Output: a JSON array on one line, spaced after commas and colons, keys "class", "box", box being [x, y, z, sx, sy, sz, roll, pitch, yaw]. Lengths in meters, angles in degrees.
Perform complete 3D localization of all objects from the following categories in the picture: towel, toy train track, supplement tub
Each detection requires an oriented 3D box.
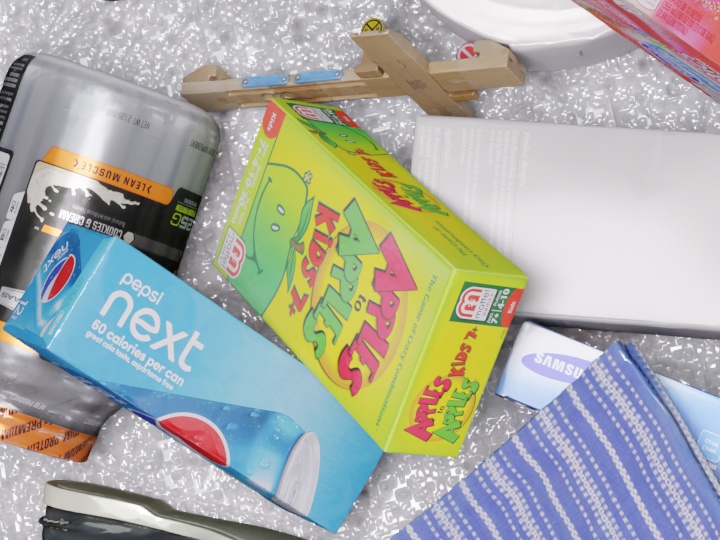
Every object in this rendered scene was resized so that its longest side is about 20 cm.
[{"class": "towel", "box": [0.099, 0.146, 1.244, 0.200, 0.024, 0.145, -45, 62, 34]}, {"class": "toy train track", "box": [-0.005, -0.111, 1.353, 0.199, 0.115, 0.033, -3, 66, 28]}, {"class": "supplement tub", "box": [-0.160, -0.006, 1.351, 0.122, 0.123, 0.201, 18, 89, 12]}]

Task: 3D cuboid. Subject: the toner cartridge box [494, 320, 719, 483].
[{"class": "toner cartridge box", "box": [0.173, 0.083, 1.294, 0.199, 0.095, 0.043, 22, 88, 11]}]

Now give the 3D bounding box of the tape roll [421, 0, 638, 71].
[{"class": "tape roll", "box": [0.105, -0.212, 1.346, 0.201, 0.071, 0.203, -1, 85, 10]}]

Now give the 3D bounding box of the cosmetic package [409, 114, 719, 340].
[{"class": "cosmetic package", "box": [0.125, -0.021, 1.318, 0.199, 0.090, 0.107, 6, 86, 8]}]

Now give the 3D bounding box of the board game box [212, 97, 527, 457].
[{"class": "board game box", "box": [0.000, 0.000, 1.286, 0.200, 0.047, 0.102, 45, 120, 49]}]

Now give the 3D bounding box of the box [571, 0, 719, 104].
[{"class": "box", "box": [0.200, -0.133, 1.255, 0.200, 0.103, 0.095, 31, 90, -27]}]

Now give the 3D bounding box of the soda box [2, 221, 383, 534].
[{"class": "soda box", "box": [-0.081, 0.057, 1.298, 0.200, 0.064, 0.068, 35, 81, -28]}]

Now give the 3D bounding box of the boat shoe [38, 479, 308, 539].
[{"class": "boat shoe", "box": [-0.083, 0.166, 1.346, 0.199, 0.074, 0.066, 14, 92, 10]}]
